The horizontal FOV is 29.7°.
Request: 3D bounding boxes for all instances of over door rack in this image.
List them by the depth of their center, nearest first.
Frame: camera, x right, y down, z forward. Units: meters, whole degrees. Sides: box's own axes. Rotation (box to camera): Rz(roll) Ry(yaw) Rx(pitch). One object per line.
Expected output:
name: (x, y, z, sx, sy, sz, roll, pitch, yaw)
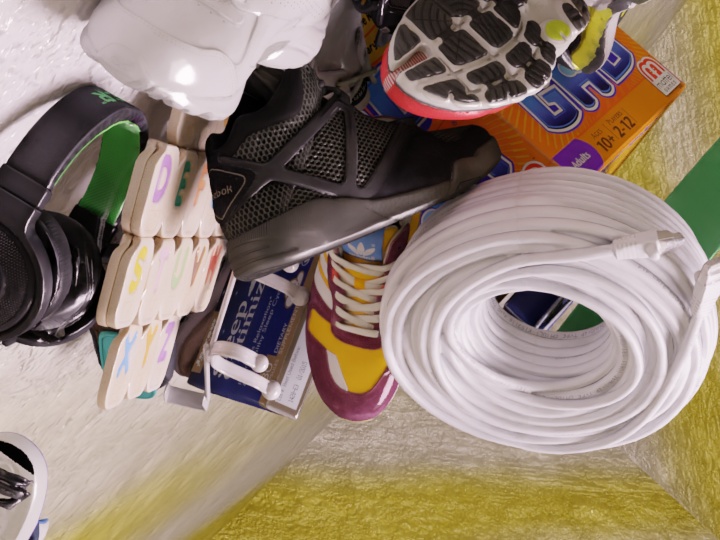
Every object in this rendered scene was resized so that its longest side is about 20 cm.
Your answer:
over door rack: (-0.073, 0.014, 0.936, 0.200, 0.066, 0.149, 141, -33, -69)

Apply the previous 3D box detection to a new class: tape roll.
tape roll: (0.211, -0.009, 0.942, 0.201, 0.048, 0.201, -48, 171, -10)

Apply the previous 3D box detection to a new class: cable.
cable: (0.112, 0.027, 0.815, 0.201, 0.198, 0.069, 84, 16, -45)

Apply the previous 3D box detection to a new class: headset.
headset: (-0.155, 0.010, 0.664, 0.201, 0.094, 0.124, -59, 172, -2)

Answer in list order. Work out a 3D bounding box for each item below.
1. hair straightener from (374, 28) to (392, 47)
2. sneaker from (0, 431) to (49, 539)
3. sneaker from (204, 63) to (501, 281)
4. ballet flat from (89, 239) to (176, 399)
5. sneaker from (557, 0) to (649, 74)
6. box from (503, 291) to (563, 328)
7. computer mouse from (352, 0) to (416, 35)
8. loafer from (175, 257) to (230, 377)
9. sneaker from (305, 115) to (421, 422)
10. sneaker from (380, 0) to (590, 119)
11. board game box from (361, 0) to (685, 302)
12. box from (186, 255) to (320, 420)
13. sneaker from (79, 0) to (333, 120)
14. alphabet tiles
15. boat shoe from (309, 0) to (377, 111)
hair straightener: (0.070, -0.207, 0.902, 0.200, 0.077, 0.041, -43, 170, -32)
sneaker: (-0.261, 0.169, 0.969, 0.200, 0.080, 0.146, -55, 179, 22)
sneaker: (-0.005, -0.076, 0.774, 0.199, 0.115, 0.076, -21, -179, -34)
ballet flat: (-0.148, 0.018, 0.885, 0.073, 0.073, 0.200, -45, 165, -22)
sneaker: (0.156, -0.204, 0.858, 0.085, 0.074, 0.200, -65, -177, -20)
box: (0.153, 0.001, 1.006, 0.121, 0.032, 0.200, -48, 172, -6)
computer mouse: (0.024, -0.198, 0.748, 0.200, 0.046, 0.141, -12, 113, -76)
loafer: (-0.104, 0.041, 1.188, 0.073, 0.071, 0.200, -39, 168, -48)
sneaker: (0.000, 0.000, 0.878, 0.090, 0.074, 0.202, -1, 96, -83)
sneaker: (0.065, -0.113, 0.756, 0.085, 0.077, 0.200, -46, 173, 36)
board game box: (0.078, -0.101, 1.015, 0.200, 0.200, 0.200, -39, 168, -48)
box: (-0.077, 0.040, 1.024, 0.200, 0.032, 0.122, 1, -111, 65)
sneaker: (-0.057, -0.136, 0.614, 0.100, 0.078, 0.200, -60, 177, 28)
alphabet tiles: (-0.103, -0.020, 0.777, 0.200, 0.014, 0.197, -9, 115, -82)
boat shoe: (-0.018, -0.127, 0.844, 0.074, 0.067, 0.200, -45, 172, -21)
